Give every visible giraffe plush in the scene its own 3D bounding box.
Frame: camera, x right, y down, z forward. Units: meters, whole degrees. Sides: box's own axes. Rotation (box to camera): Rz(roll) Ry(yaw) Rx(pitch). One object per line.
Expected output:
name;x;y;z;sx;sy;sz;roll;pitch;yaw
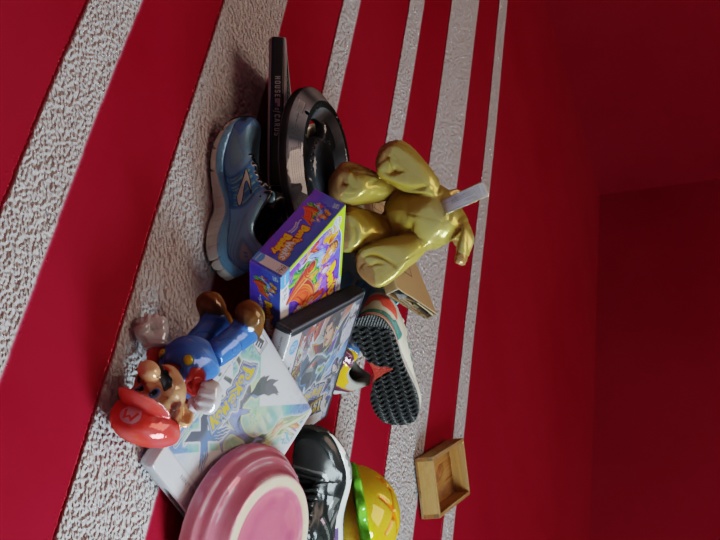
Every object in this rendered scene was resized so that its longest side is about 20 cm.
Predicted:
giraffe plush;0.069;-0.072;1.724;0.162;0.197;0.175;-3;87;-80

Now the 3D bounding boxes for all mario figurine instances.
mario figurine;-0.178;0.088;1.364;0.106;0.123;0.200;48;48;-11

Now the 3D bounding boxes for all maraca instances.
maraca;0.000;0.320;1.792;0.200;0.106;0.139;126;-48;-85

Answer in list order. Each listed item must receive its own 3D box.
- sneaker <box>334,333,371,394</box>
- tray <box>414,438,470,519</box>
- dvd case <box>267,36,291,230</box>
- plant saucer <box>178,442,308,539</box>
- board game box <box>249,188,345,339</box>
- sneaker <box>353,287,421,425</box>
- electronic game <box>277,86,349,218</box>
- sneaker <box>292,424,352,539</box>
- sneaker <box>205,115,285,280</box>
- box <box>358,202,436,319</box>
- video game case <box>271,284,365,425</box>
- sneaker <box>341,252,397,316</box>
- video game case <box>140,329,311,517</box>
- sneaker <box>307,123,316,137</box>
sneaker;-0.048;0.084;1.793;0.201;0.089;0.076;64;27;-45
tray;0.139;0.349;2.332;0.200;0.037;0.100;-7;90;-72
dvd case;-0.103;-0.171;1.753;0.151;0.024;0.203;91;-1;-71
plant saucer;-0.117;0.289;1.487;0.200;0.050;0.203;-23;117;-54
board game box;-0.075;0.022;1.626;0.135;0.044;0.201;-50;158;-35
sneaker;0.044;0.111;1.817;0.094;0.069;0.201;-70;150;-48
electronic game;-0.057;-0.125;1.704;0.200;0.041;0.203;-3;90;-71
sneaker;-0.059;0.289;1.682;0.088;0.075;0.202;-43;137;-56
sneaker;-0.125;-0.088;1.627;0.078;0.089;0.203;38;48;-61
box;0.034;-0.041;1.847;0.163;0.021;0.202;32;35;-65
video game case;-0.068;0.123;1.657;0.200;0.025;0.183;-26;136;-62
sneaker;0.000;0.000;1.903;0.080;0.129;0.202;52;36;-54
video game case;-0.138;0.176;1.489;0.201;0.022;0.183;-57;142;-27
sneaker;-0.065;-0.102;1.819;0.081;0.075;0.202;81;4;-52
